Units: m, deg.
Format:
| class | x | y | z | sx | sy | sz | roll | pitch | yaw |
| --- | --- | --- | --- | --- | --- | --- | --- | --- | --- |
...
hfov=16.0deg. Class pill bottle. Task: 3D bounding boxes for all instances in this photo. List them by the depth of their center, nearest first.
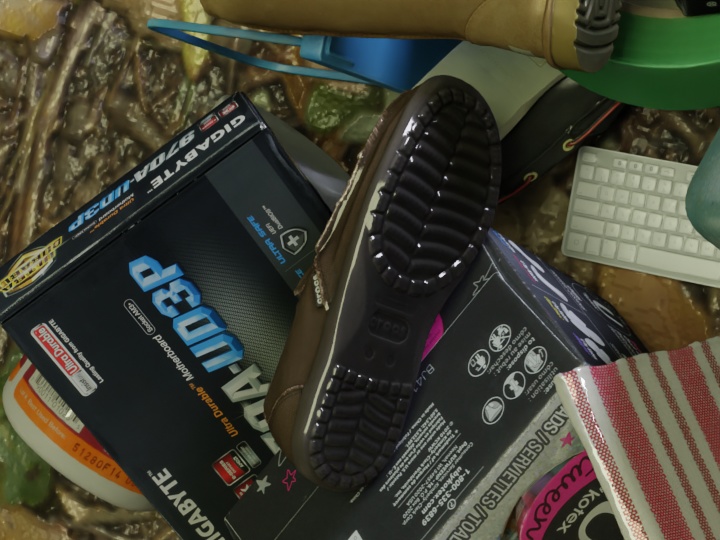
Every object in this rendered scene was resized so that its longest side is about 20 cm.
| class | x | y | z | sx | sy | sz | roll | pitch | yaw |
| --- | --- | --- | --- | --- | --- | --- | --- | --- | --- |
| pill bottle | -0.091 | 0.017 | 1.330 | 0.109 | 0.109 | 0.201 | 41 | 103 | 24 |

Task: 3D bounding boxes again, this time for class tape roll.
| class | x | y | z | sx | sy | sz | roll | pitch | yaw |
| --- | --- | --- | --- | --- | --- | --- | --- | --- | --- |
| tape roll | 0.158 | -0.177 | 1.227 | 0.199 | 0.048 | 0.202 | -6 | 67 | 13 |

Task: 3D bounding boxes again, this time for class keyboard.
| class | x | y | z | sx | sy | sz | roll | pitch | yaw |
| --- | --- | --- | --- | --- | --- | --- | --- | --- | --- |
| keyboard | 0.192 | -0.017 | 1.248 | 0.199 | 0.011 | 0.057 | 12 | 90 | 28 |

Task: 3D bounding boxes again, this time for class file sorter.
| class | x | y | z | sx | sy | sz | roll | pitch | yaw |
| --- | --- | --- | --- | --- | --- | --- | --- | --- | --- |
| file sorter | -0.016 | -0.200 | 1.303 | 0.122 | 0.138 | 0.202 | 11 | 89 | 30 |

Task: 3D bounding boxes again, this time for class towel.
| class | x | y | z | sx | sy | sz | roll | pitch | yaw |
| --- | --- | --- | --- | --- | --- | --- | --- | --- | --- |
| towel | 0.177 | 0.101 | 1.142 | 0.030 | 0.199 | 0.147 | -39 | 67 | 42 |

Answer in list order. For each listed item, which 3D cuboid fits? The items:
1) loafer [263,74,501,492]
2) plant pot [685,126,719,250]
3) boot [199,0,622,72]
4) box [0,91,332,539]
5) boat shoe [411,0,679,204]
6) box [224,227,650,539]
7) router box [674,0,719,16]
| class | x | y | z | sx | sy | sz | roll | pitch | yaw |
| --- | --- | --- | --- | --- | --- | --- | --- | --- | --- |
| loafer | 0.000 | 0.000 | 1.196 | 0.071 | 0.073 | 0.201 | 14 | 78 | 51 |
| plant pot | 0.249 | -0.046 | 1.067 | 0.197 | 0.196 | 0.200 | -60 | 23 | -12 |
| boot | 0.028 | -0.184 | 1.160 | 0.199 | 0.066 | 0.177 | 14 | 94 | 27 |
| box | -0.065 | 0.035 | 1.257 | 0.158 | 0.200 | 0.046 | -35 | 31 | 1 |
| boat shoe | 0.106 | -0.107 | 1.275 | 0.201 | 0.063 | 0.074 | -38 | 57 | 3 |
| box | 0.054 | 0.104 | 1.225 | 0.200 | 0.114 | 0.132 | -51 | 39 | 13 |
| router box | 0.234 | -0.206 | 1.157 | 0.198 | 0.062 | 0.151 | -6 | 66 | 13 |
